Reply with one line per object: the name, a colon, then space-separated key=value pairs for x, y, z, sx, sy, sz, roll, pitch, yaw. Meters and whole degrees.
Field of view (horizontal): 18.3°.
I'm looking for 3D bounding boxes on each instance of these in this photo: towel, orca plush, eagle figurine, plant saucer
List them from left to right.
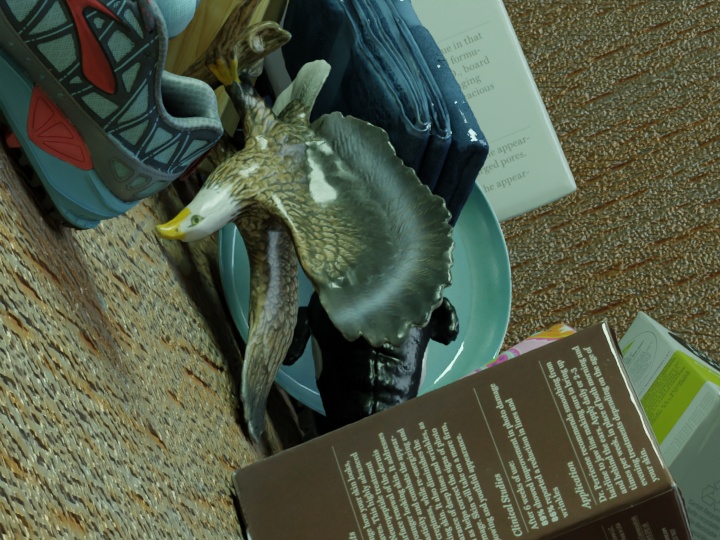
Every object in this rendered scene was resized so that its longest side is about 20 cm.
eagle figurine: x=-0.045 y=-0.028 z=1.210 sx=0.201 sy=0.150 sz=0.152 roll=57 pitch=-7 yaw=7
orca plush: x=-0.009 y=0.039 z=1.264 sx=0.071 sy=0.105 sz=0.201 roll=70 pitch=35 yaw=-51
plant saucer: x=0.000 y=0.000 z=1.364 sx=0.027 sy=0.199 sz=0.201 roll=-28 pitch=-97 yaw=59
towel: x=0.005 y=-0.103 z=1.295 sx=0.201 sy=0.048 sz=0.112 roll=63 pitch=-35 yaw=38

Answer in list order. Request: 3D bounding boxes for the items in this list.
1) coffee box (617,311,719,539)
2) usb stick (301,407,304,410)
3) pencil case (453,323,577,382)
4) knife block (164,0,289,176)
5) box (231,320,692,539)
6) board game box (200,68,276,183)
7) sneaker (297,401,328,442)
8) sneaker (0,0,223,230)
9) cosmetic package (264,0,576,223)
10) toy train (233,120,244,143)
coffee box: x=0.214 y=0.176 z=1.367 sx=0.199 sy=0.201 sz=0.198 roll=32 pitch=7 yaw=-12
usb stick: x=-0.005 y=0.129 z=1.489 sx=0.055 sy=0.032 sz=0.201 roll=-121 pitch=-174 yaw=-69
pencil case: x=0.063 y=0.110 z=1.294 sx=0.088 sy=0.199 sz=0.088 roll=56 pitch=-12 yaw=19
knife block: x=-0.064 y=-0.178 z=1.339 sx=0.064 sy=0.175 sz=0.201 roll=25 pitch=43 yaw=-83
box: x=0.049 y=0.115 z=1.073 sx=0.075 sy=0.199 sz=0.101 roll=66 pitch=4 yaw=-55
board game box: x=-0.073 y=-0.085 z=1.532 sx=0.200 sy=0.061 sz=0.201 roll=58 pitch=10 yaw=-72
sneaker: x=0.022 y=0.110 z=1.443 sx=0.201 sy=0.075 sz=0.087 roll=66 pitch=33 yaw=-30
sneaker: x=-0.114 y=-0.110 z=0.878 sx=0.200 sy=0.095 sz=0.080 roll=64 pitch=5 yaw=-45
cosmetic package: x=0.035 y=-0.117 z=1.530 sx=0.165 sy=0.164 sz=0.201 roll=-40 pitch=108 yaw=-86
toy train: x=-0.019 y=-0.083 z=1.411 sx=0.034 sy=0.199 sz=0.046 roll=154 pitch=-63 yaw=-75
